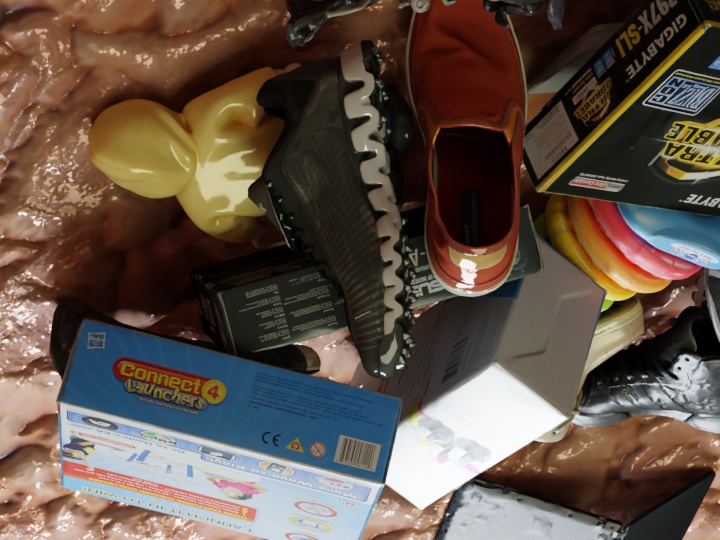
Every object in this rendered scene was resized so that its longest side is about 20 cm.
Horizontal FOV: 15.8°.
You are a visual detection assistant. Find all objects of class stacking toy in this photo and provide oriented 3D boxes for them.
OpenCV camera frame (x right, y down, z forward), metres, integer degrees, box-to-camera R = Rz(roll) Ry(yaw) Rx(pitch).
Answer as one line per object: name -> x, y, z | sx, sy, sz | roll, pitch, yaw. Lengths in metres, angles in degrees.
stacking toy -> 0.143, -0.008, 1.729 | 0.116, 0.110, 0.200 | 19, 135, -41

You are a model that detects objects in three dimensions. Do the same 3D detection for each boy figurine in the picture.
boy figurine -> -0.070, -0.068, 1.586 | 0.199, 0.064, 0.125 | -4, 123, -18

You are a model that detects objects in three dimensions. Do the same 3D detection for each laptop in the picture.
laptop -> 0.151, 0.217, 2.010 | 0.199, 0.103, 0.178 | 17, 128, -4

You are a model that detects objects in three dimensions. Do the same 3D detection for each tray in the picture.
tray -> 0.211, -0.141, 1.642 | 0.199, 0.022, 0.107 | -6, 170, -18

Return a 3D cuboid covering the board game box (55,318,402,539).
board game box -> -0.084, 0.108, 1.606 | 0.199, 0.056, 0.196 | 14, 160, -1

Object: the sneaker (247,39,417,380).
sneaker -> -0.018, -0.031, 1.518 | 0.090, 0.201, 0.066 | -9, 169, 5

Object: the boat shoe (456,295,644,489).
boat shoe -> 0.123, 0.085, 1.793 | 0.200, 0.072, 0.065 | -34, 94, 26

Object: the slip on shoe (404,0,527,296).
slip on shoe -> 0.066, -0.087, 1.540 | 0.074, 0.201, 0.061 | 0, 162, -4

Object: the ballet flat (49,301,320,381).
ballet flat -> -0.110, 0.051, 1.703 | 0.199, 0.057, 0.066 | 5, 161, -35

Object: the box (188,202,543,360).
box -> 0.000, 0.000, 1.625 | 0.199, 0.160, 0.044 | -16, 97, -9

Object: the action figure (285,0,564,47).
action figure -> 0.049, -0.191, 1.495 | 0.199, 0.102, 0.119 | -10, 136, 8

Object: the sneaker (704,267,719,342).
sneaker -> 0.276, -0.030, 1.716 | 0.078, 0.077, 0.201 | 12, 103, 2

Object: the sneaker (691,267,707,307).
sneaker -> 0.299, 0.000, 1.803 | 0.078, 0.082, 0.200 | 8, 130, -31

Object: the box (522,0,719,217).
box -> 0.217, -0.102, 1.584 | 0.199, 0.049, 0.160 | 6, 138, -41

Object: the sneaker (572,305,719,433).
sneaker -> 0.220, 0.061, 1.809 | 0.199, 0.060, 0.104 | 6, 139, 4

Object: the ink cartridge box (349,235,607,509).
ink cartridge box -> 0.064, 0.076, 1.702 | 0.068, 0.115, 0.200 | 37, 137, -16
